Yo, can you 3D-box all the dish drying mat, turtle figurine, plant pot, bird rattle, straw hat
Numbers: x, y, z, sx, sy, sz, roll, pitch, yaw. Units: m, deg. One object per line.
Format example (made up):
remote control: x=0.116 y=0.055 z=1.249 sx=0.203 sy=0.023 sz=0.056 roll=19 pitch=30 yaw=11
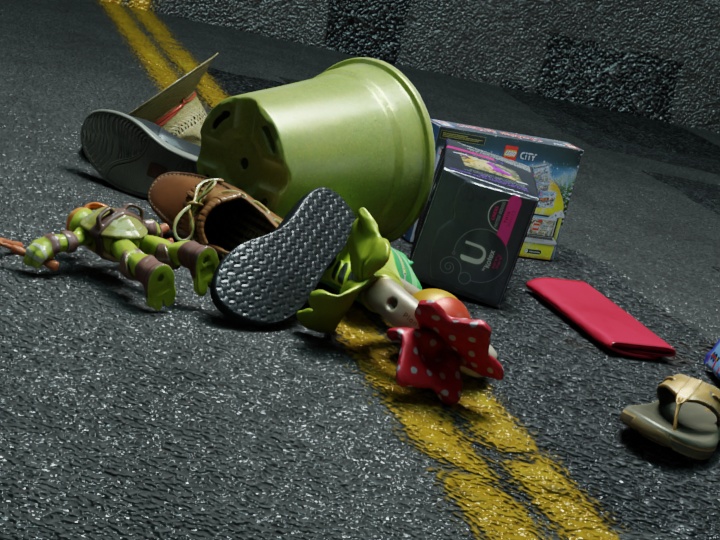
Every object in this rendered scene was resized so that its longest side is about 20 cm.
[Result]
dish drying mat: x=0.241 y=0.048 z=1.647 sx=0.076 sy=0.018 sz=0.200 roll=8 pitch=16 yaw=-21
turtle figurine: x=-0.197 y=-0.024 z=1.389 sx=0.161 sy=0.065 sz=0.199 roll=24 pitch=16 yaw=35
plant pot: x=-0.058 y=-0.115 z=1.637 sx=0.200 sy=0.202 sz=0.184 roll=25 pitch=22 yaw=39
bird rattle: x=0.056 y=0.038 z=1.341 sx=0.200 sy=0.113 sz=0.163 roll=28 pitch=3 yaw=37
straw hat: x=-0.219 y=-0.165 z=1.874 sx=0.085 sy=0.200 sz=0.201 roll=56 pitch=9 yaw=-10

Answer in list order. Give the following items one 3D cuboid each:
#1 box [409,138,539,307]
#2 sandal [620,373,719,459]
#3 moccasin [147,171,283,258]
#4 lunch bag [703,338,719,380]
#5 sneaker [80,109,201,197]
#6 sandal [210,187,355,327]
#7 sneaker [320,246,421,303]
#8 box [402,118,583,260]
box: x=0.118 y=-0.054 z=1.696 sx=0.105 sy=0.123 sz=0.200 roll=19 pitch=14 yaw=0
sandal: x=0.280 y=0.113 z=1.344 sx=0.080 sy=0.054 sz=0.199 roll=24 pitch=16 yaw=34
moccasin: x=-0.130 y=-0.044 z=1.516 sx=0.201 sy=0.074 sz=0.078 roll=35 pitch=-2 yaw=36
lunch bag: x=0.443 y=0.103 z=1.512 sx=0.199 sy=0.095 sz=0.151 roll=23 pitch=10 yaw=-4
sneaker: x=-0.202 y=-0.112 z=1.743 sx=0.199 sy=0.075 sz=0.106 roll=29 pitch=14 yaw=17
sandal: x=-0.069 y=-0.003 z=1.413 sx=0.075 sy=0.048 sz=0.200 roll=52 pitch=40 yaw=-3
sneaker: x=0.000 y=0.000 z=1.521 sx=0.083 sy=0.074 sz=0.200 roll=38 pitch=1 yaw=-21
box: x=0.150 y=-0.091 z=1.856 sx=0.199 sy=0.137 sz=0.038 roll=7 pitch=15 yaw=-29
